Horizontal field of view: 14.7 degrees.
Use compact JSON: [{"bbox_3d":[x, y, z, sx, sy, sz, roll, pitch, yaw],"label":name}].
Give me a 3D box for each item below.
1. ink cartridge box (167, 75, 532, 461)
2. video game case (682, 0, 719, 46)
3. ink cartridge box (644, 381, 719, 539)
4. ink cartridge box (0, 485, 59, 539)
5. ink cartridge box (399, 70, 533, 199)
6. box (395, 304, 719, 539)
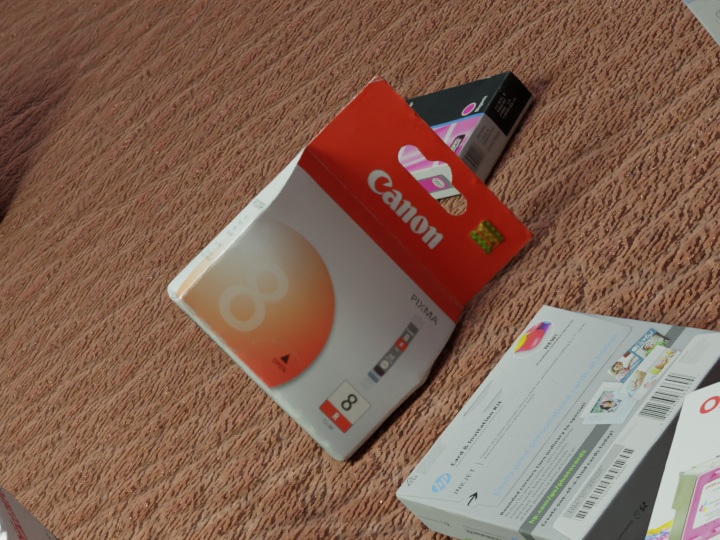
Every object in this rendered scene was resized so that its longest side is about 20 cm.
[{"bbox_3d":[0.000,0.000,1.815,0.200,0.162,0.050,-45,17,-1],"label":"ink cartridge box"},{"bbox_3d":[0.276,-0.233,1.745,0.200,0.181,0.045,-28,28,30],"label":"video game case"},{"bbox_3d":[0.216,0.133,1.362,0.145,0.085,0.200,-24,30,38],"label":"ink cartridge box"},{"bbox_3d":[-0.189,0.224,1.696,0.084,0.200,0.145,-44,24,-2],"label":"ink cartridge box"},{"bbox_3d":[0.034,-0.087,2.064,0.200,0.037,0.095,-15,36,50],"label":"ink cartridge box"},{"bbox_3d":[0.126,0.096,1.615,0.156,0.041,0.200,-51,26,-17],"label":"box"}]
